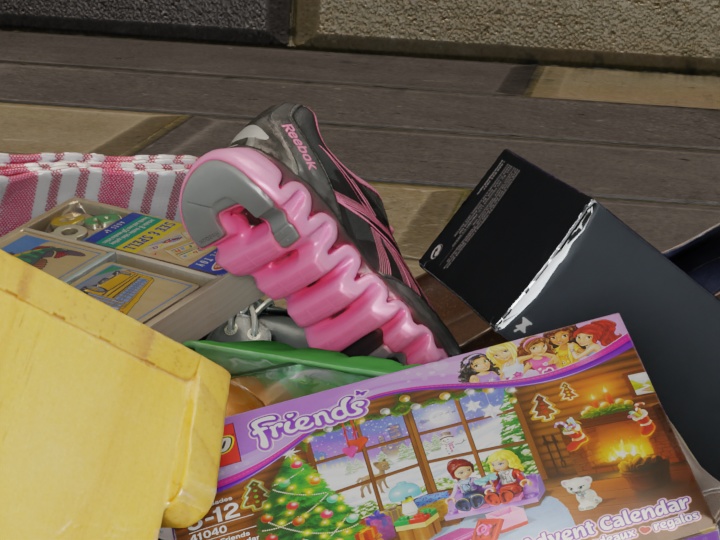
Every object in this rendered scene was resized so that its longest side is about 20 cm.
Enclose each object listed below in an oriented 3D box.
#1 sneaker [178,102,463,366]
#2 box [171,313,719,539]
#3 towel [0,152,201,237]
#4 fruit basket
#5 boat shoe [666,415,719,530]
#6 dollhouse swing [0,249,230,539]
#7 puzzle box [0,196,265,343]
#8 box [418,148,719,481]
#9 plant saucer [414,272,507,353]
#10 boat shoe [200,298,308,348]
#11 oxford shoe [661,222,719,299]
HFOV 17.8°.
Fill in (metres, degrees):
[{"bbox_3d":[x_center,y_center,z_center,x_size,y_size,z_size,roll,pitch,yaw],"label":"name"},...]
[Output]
[{"bbox_3d":[0.000,0.000,1.128,0.079,0.200,0.096,-24,23,35],"label":"sneaker"},{"bbox_3d":[0.027,0.094,0.889,0.199,0.039,0.137,-15,36,-3],"label":"box"},{"bbox_3d":[-0.156,0.010,1.240,0.199,0.147,0.030,-2,23,-21],"label":"towel"},{"bbox_3d":[-0.046,0.098,1.024,0.184,0.094,0.200,8,24,24],"label":"fruit basket"},{"bbox_3d":[0.129,0.126,0.910,0.075,0.072,0.200,-21,36,-2],"label":"boat shoe"},{"bbox_3d":[-0.178,0.079,0.862,0.199,0.177,0.181,29,-21,-30],"label":"dollhouse swing"},{"bbox_3d":[-0.149,0.021,1.104,0.132,0.026,0.200,14,30,29],"label":"puzzle box"},{"bbox_3d":[0.139,0.039,1.092,0.200,0.079,0.141,37,4,-18],"label":"box"},{"bbox_3d":[0.048,0.036,1.262,0.199,0.037,0.200,-28,10,6],"label":"plant saucer"},{"bbox_3d":[-0.069,0.042,1.199,0.199,0.062,0.073,-9,15,19],"label":"boat shoe"},{"bbox_3d":[0.135,0.035,1.199,0.199,0.073,0.071,-34,50,-18],"label":"oxford shoe"}]
